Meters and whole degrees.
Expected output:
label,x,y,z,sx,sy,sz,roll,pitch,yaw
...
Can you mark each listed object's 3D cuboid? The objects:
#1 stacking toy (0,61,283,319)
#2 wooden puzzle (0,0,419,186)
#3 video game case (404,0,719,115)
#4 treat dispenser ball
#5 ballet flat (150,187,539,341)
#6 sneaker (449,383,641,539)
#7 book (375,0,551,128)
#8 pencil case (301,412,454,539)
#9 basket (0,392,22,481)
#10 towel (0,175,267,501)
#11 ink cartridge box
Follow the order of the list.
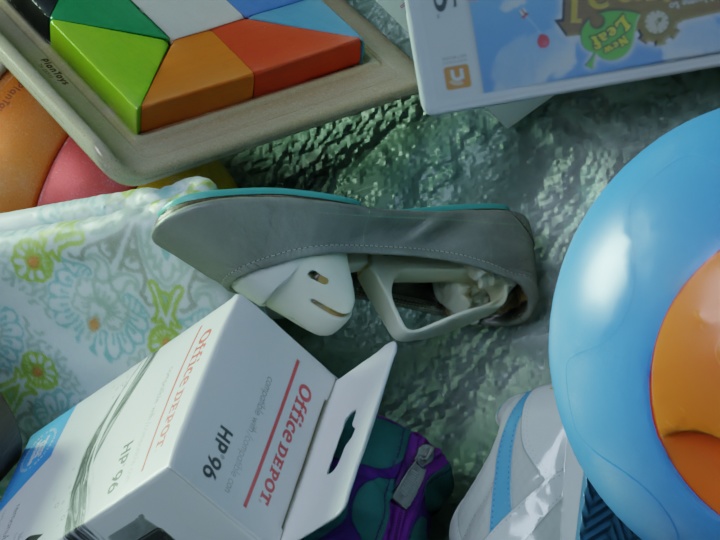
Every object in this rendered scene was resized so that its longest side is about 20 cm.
label,x,y,z,sx,sy,sz,roll,pitch,yaw
stacking toy,-0.110,-0.024,1.370,0.199,0.146,0.147,25,85,21
wooden puzzle,-0.086,-0.122,1.348,0.185,0.199,0.037,45,138,39
video game case,0.111,-0.171,1.211,0.199,0.183,0.022,-10,24,2
treat dispenser ball,0.176,0.030,1.092,0.200,0.201,0.202,-13,63,28
ballet flat,0.000,0.000,1.234,0.067,0.199,0.064,-36,59,50
sneaker,0.077,0.147,1.195,0.081,0.076,0.201,0,67,48
book,0.108,-0.170,1.268,0.200,0.134,0.048,-37,37,15
pencil case,-0.011,0.150,1.188,0.092,0.085,0.200,-38,25,33
basket,-0.264,0.115,1.254,0.200,0.136,0.180,-46,16,-29
towel,-0.126,0.049,1.311,0.199,0.172,0.048,-9,26,30
ink cartridge box,-0.082,0.090,1.206,0.200,0.068,0.116,-34,25,36
